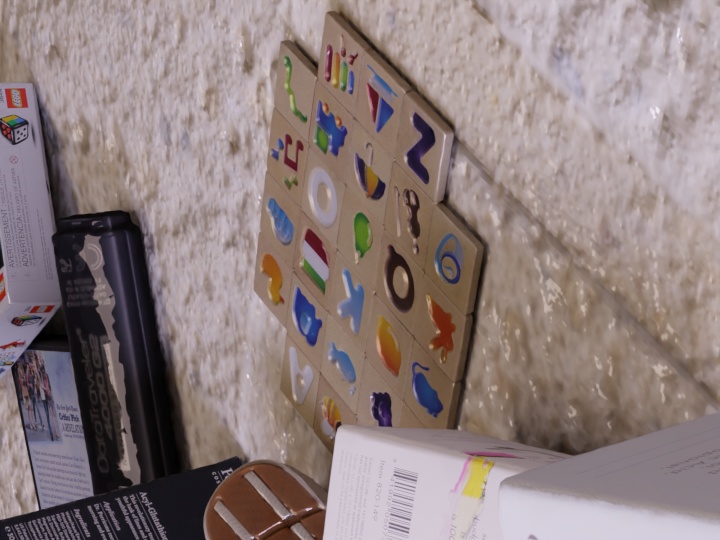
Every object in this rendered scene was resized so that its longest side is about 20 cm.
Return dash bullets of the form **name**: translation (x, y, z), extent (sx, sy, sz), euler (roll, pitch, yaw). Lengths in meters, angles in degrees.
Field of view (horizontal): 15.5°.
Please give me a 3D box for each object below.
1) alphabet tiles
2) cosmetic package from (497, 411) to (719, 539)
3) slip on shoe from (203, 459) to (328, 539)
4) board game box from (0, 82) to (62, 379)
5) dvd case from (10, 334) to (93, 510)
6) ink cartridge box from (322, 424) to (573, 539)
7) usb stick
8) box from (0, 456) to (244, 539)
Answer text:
- **alphabet tiles**: translation (0.000, 0.000, 1.126), extent (0.166, 0.006, 0.201), euler (48, 141, 43)
- **cosmetic package**: translation (0.165, 0.120, 0.689), extent (0.200, 0.164, 0.166), euler (0, 103, 62)
- **slip on shoe**: translation (0.004, 0.166, 1.138), extent (0.200, 0.076, 0.061), euler (47, -179, 32)
- **board game box**: translation (-0.215, -0.007, 1.480), extent (0.200, 0.034, 0.127), euler (136, 128, -59)
- **dvd case**: translation (-0.145, 0.134, 1.445), extent (0.143, 0.017, 0.201), euler (-1, 101, 63)
- **ink cartridge box**: translation (0.066, 0.126, 0.945), extent (0.200, 0.067, 0.117), euler (10, 93, 55)
- **usb stick**: translation (-0.120, 0.070, 1.348), extent (0.055, 0.033, 0.201), euler (-3, 100, 42)
- **box**: translation (-0.083, 0.200, 1.222), extent (0.200, 0.141, 0.079), euler (61, 151, 30)
